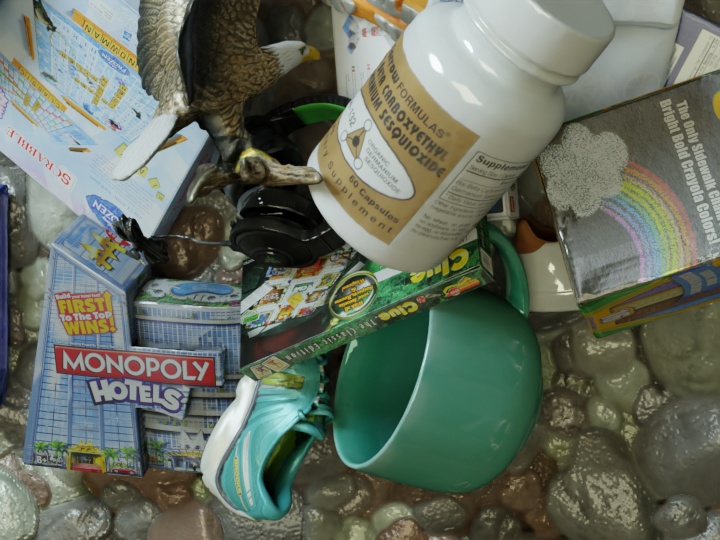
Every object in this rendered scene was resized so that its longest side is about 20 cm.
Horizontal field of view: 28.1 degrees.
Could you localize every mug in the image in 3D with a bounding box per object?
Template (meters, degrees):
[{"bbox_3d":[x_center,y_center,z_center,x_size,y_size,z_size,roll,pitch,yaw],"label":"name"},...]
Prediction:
[{"bbox_3d":[0.070,0.075,1.041,0.114,0.152,0.185,19,134,-21],"label":"mug"}]

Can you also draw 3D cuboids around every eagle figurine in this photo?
[{"bbox_3d":[-0.089,-0.152,0.945,0.151,0.151,0.201,-7,100,23],"label":"eagle figurine"}]

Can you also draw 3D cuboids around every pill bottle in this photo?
[{"bbox_3d":[0.063,-0.102,0.902,0.114,0.114,0.200,42,123,3],"label":"pill bottle"}]

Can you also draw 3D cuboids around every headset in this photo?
[{"bbox_3d":[-0.075,-0.058,1.034,0.199,0.094,0.124,-28,55,13],"label":"headset"}]

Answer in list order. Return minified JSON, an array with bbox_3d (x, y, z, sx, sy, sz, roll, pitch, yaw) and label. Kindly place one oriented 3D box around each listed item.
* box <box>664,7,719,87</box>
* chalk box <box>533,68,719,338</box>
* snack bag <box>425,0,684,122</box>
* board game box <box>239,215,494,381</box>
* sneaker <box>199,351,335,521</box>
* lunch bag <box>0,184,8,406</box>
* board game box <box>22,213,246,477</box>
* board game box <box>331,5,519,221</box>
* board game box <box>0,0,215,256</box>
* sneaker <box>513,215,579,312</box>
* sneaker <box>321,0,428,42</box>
[{"bbox_3d":[0.216,-0.132,1.046,0.199,0.032,0.121,29,103,7],"label":"box"},{"bbox_3d":[0.228,-0.050,0.958,0.199,0.124,0.125,-17,74,9],"label":"chalk box"},{"bbox_3d":[0.128,-0.166,0.957,0.188,0.021,0.201,-2,126,-13],"label":"snack bag"},{"bbox_3d":[0.000,0.000,1.024,0.199,0.105,0.023,-23,133,24],"label":"board game box"},{"bbox_3d":[-0.046,0.094,1.088,0.079,0.077,0.201,21,90,42],"label":"sneaker"},{"bbox_3d":[-0.369,0.031,1.181,0.150,0.094,0.201,4,112,10],"label":"lunch bag"},{"bbox_3d":[-0.171,0.062,1.120,0.199,0.062,0.201,4,116,11],"label":"board game box"},{"bbox_3d":[0.046,-0.132,1.062,0.126,0.035,0.201,-4,91,20],"label":"board game box"},{"bbox_3d":[-0.200,-0.135,1.090,0.200,0.041,0.200,40,130,3],"label":"board game box"},{"bbox_3d":[0.207,-0.018,1.046,0.199,0.073,0.085,-5,100,14],"label":"sneaker"},{"bbox_3d":[0.011,-0.224,1.022,0.200,0.078,0.077,37,77,20],"label":"sneaker"}]
